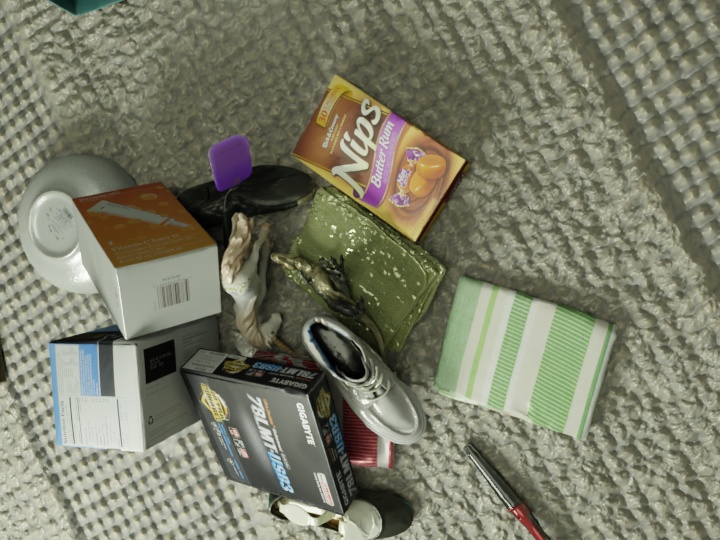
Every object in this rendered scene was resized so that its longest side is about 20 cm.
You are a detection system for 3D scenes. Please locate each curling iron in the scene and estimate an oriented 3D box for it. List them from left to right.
[{"bbox_3d":[0.190,0.304,0.896,0.049,0.026,0.201,-35,84,13],"label":"curling iron"}]

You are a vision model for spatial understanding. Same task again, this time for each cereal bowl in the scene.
[{"bbox_3d":[-0.407,-0.065,1.021,0.197,0.083,0.204,1,94,18],"label":"cereal bowl"}]

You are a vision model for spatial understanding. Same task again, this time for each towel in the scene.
[{"bbox_3d":[-0.051,0.186,0.950,0.197,0.023,0.147,5,107,16],"label":"towel"},{"bbox_3d":[0.000,0.000,0.917,0.199,0.036,0.150,35,114,12],"label":"towel"},{"bbox_3d":[0.198,0.107,0.883,0.197,0.023,0.155,16,98,16],"label":"towel"}]

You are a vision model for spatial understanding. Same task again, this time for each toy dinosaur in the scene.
[{"bbox_3d":[-0.025,0.032,0.881,0.200,0.088,0.047,46,69,2],"label":"toy dinosaur"}]

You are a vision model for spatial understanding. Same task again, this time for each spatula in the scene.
[{"bbox_3d":[-0.163,-0.087,0.904,0.021,0.056,0.201,43,148,21],"label":"spatula"}]

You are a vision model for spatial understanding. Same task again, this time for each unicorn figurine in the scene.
[{"bbox_3d":[-0.140,0.017,0.931,0.073,0.200,0.140,-1,67,21],"label":"unicorn figurine"}]

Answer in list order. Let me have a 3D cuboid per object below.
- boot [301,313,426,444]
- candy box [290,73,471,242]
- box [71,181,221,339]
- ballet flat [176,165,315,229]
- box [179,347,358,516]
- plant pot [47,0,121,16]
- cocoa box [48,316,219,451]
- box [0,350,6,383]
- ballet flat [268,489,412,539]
[{"bbox_3d":[0.003,0.132,0.849,0.200,0.096,0.074,43,86,2],"label":"boot"},{"bbox_3d":[0.024,-0.140,0.899,0.199,0.056,0.118,35,104,13],"label":"candy box"},{"bbox_3d":[-0.270,-0.020,0.902,0.200,0.123,0.099,40,136,45],"label":"box"},{"bbox_3d":[-0.153,-0.098,0.967,0.197,0.057,0.068,-8,64,12],"label":"ballet flat"},{"bbox_3d":[-0.112,0.201,0.902,0.196,0.050,0.203,8,126,31],"label":"box"},{"bbox_3d":[-0.382,-0.479,0.957,0.139,0.141,0.204,-12,83,17],"label":"plant pot"},{"bbox_3d":[-0.285,0.139,0.937,0.129,0.200,0.136,-1,95,17],"label":"cocoa box"},{"bbox_3d":[-0.656,0.130,1.136,0.197,0.032,0.123,-10,91,16],"label":"box"},{"bbox_3d":[-0.032,0.322,0.943,0.197,0.068,0.069,4,102,16],"label":"ballet flat"}]
